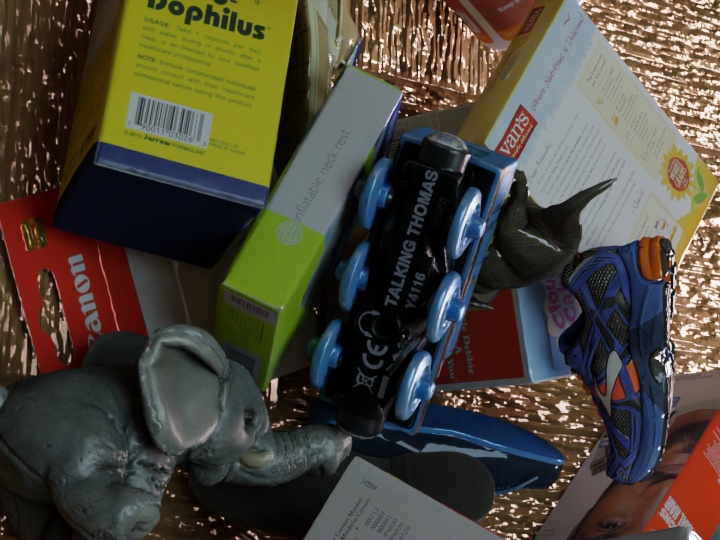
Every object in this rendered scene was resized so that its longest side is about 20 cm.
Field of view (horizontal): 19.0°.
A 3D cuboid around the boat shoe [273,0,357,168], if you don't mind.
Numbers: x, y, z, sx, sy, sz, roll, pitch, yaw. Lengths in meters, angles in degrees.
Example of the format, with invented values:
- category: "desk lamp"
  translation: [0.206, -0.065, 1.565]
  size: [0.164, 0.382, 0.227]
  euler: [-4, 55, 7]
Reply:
- category: "boat shoe"
  translation: [-0.035, -0.163, 1.461]
  size: [0.066, 0.074, 0.200]
  euler: [12, 72, -40]

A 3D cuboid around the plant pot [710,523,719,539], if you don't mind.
- category: "plant pot"
  translation: [0.295, 0.256, 1.650]
  size: [0.200, 0.200, 0.134]
  euler: [13, 48, -41]

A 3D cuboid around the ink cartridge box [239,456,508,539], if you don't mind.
- category: "ink cartridge box"
  translation: [0.045, 0.205, 1.341]
  size: [0.084, 0.175, 0.200]
  euler: [-55, 143, -12]

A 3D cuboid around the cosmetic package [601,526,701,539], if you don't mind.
- category: "cosmetic package"
  translation: [0.168, 0.296, 1.471]
  size: [0.165, 0.200, 0.165]
  euler: [45, 44, -38]

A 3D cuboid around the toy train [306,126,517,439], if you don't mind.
- category: "toy train"
  translation: [0.033, 0.007, 1.344]
  size: [0.114, 0.087, 0.200]
  euler: [-27, 135, -71]

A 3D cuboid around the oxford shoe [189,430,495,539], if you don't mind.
- category: "oxford shoe"
  translation: [-0.017, 0.153, 1.420]
  size: [0.200, 0.071, 0.071]
  euler: [8, 64, -10]

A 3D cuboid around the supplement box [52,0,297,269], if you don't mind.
- category: "supplement box"
  translation: [-0.110, -0.121, 1.329]
  size: [0.109, 0.109, 0.200]
  euler: [15, 66, -16]

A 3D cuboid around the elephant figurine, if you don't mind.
- category: "elephant figurine"
  translation: [-0.122, 0.090, 1.301]
  size: [0.200, 0.141, 0.155]
  euler: [-39, 143, -29]

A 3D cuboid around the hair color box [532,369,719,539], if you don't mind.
- category: "hair color box"
  translation: [0.222, 0.164, 1.630]
  size: [0.064, 0.111, 0.200]
  euler: [53, 53, -22]

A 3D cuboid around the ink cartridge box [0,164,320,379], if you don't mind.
- category: "ink cartridge box"
  translation: [-0.123, 0.008, 1.377]
  size: [0.200, 0.047, 0.160]
  euler: [-19, 97, -44]

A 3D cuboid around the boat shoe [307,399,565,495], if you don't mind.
- category: "boat shoe"
  translation: [0.046, 0.133, 1.507]
  size: [0.200, 0.084, 0.069]
  euler: [12, 103, -22]

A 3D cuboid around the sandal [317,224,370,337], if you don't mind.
- category: "sandal"
  translation: [0.000, 0.000, 1.458]
  size: [0.080, 0.054, 0.200]
  euler: [43, 36, -60]

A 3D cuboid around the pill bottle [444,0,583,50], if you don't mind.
- category: "pill bottle"
  translation: [0.075, -0.263, 1.552]
  size: [0.200, 0.112, 0.112]
  euler: [46, 57, -29]

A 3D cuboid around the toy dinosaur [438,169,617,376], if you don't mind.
- category: "toy dinosaur"
  translation: [0.094, -0.021, 1.430]
  size: [0.102, 0.200, 0.077]
  euler: [49, 27, -27]

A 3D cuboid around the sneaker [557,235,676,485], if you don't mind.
- category: "sneaker"
  translation: [0.176, 0.060, 1.478]
  size: [0.075, 0.078, 0.200]
  euler: [-66, 156, -56]

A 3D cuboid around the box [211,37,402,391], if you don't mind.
- category: "box"
  translation: [-0.031, -0.035, 1.359]
  size: [0.048, 0.122, 0.200]
  euler: [26, 62, 6]

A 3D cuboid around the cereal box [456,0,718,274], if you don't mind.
- category: "cereal box"
  translation: [0.160, -0.073, 1.497]
  size: [0.200, 0.039, 0.144]
  euler: [47, 58, -27]

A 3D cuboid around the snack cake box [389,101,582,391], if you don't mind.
- category: "snack cake box"
  translation: [0.089, -0.018, 1.530]
  size: [0.067, 0.115, 0.200]
  euler: [-8, 90, -43]
